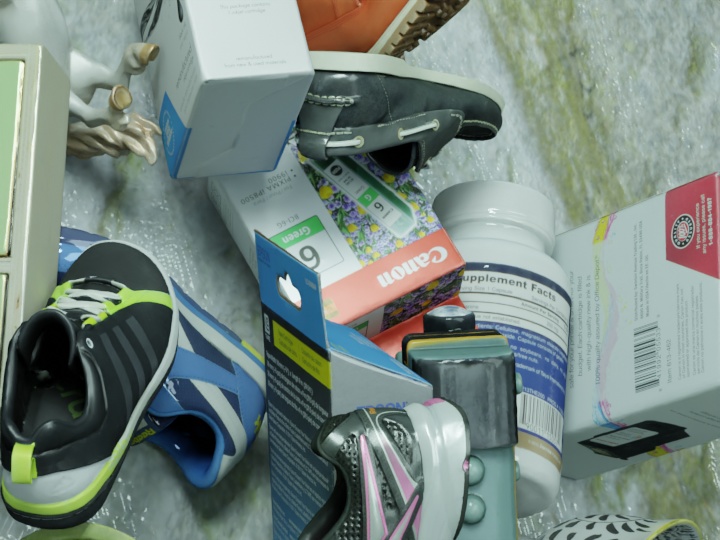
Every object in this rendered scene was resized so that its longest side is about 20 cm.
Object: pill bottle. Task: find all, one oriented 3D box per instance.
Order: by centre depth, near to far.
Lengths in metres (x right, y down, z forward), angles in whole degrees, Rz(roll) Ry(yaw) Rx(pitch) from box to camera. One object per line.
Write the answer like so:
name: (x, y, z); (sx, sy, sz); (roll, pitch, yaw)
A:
pill bottle: (0.077, 0.049, 1.494); (0.111, 0.111, 0.201); (24, 59, -32)

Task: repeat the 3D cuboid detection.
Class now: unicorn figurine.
unicorn figurine: (-0.186, -0.153, 1.352); (0.074, 0.137, 0.201); (-18, 103, -40)

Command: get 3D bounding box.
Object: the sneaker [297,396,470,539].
sneaker: (0.002, 0.164, 1.220); (0.086, 0.080, 0.201); (3, 89, -12)

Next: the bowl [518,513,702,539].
bowl: (0.121, 0.223, 1.452); (0.094, 0.201, 0.201); (27, 41, 25)

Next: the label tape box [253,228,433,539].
label tape box: (-0.008, 0.084, 1.309); (0.063, 0.144, 0.201); (-6, 102, -16)

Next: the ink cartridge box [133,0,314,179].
ink cartridge box: (-0.089, -0.168, 1.355); (0.068, 0.116, 0.201); (-6, 65, -18)

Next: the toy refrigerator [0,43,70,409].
toy refrigerator: (-0.207, -0.019, 1.269); (0.070, 0.076, 0.201); (61, 31, -74)

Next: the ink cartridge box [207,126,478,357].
ink cartridge box: (0.000, 0.000, 1.422); (0.109, 0.050, 0.200); (-26, 70, -14)

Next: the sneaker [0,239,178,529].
sneaker: (-0.141, 0.042, 1.214); (0.200, 0.071, 0.083); (-81, 167, -46)

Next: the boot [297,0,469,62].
boot: (0.000, -0.175, 1.461); (0.075, 0.200, 0.107); (-33, 88, -38)

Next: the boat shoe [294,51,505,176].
boat shoe: (0.022, -0.090, 1.406); (0.200, 0.072, 0.068); (3, 87, -59)

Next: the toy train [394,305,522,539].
toy train: (0.056, 0.123, 1.347); (0.085, 0.114, 0.201); (-1, 95, -4)

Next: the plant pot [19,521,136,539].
plant pot: (-0.091, 0.241, 1.244); (0.190, 0.200, 0.201); (15, 63, -51)

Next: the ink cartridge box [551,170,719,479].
ink cartridge box: (0.185, 0.040, 1.531); (0.083, 0.200, 0.146); (20, 62, -37)

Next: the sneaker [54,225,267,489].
sneaker: (-0.132, 0.048, 1.342); (0.200, 0.074, 0.082); (38, 55, -22)
